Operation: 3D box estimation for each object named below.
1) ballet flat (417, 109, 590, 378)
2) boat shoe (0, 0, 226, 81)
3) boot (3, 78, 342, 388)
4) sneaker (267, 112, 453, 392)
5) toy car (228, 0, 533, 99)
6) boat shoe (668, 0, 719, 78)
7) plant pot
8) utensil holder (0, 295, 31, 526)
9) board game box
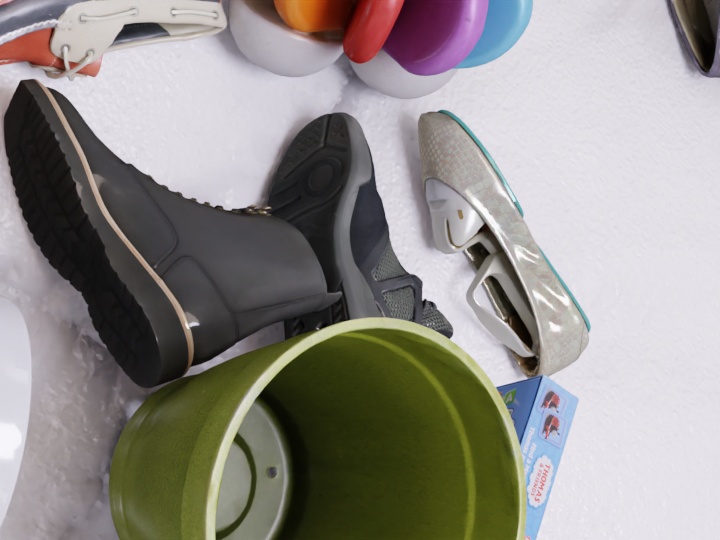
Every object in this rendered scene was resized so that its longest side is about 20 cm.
[{"bbox_3d":[0.087,-0.014,1.189,0.062,0.067,0.201,-38,99,-23],"label":"ballet flat"},{"bbox_3d":[-0.166,-0.148,1.061,0.199,0.071,0.063,-27,95,-38],"label":"boat shoe"},{"bbox_3d":[-0.114,-0.034,1.045,0.137,0.078,0.201,-19,71,-35],"label":"boot"},{"bbox_3d":[0.000,0.000,1.129,0.114,0.076,0.201,34,39,-49],"label":"sneaker"},{"bbox_3d":[0.024,-0.186,1.108,0.198,0.150,0.176,8,118,-31],"label":"toy car"},{"bbox_3d":[0.259,-0.244,1.351,0.064,0.072,0.202,-21,96,-39],"label":"boat shoe"},{"bbox_3d":[-0.045,0.126,0.980,0.199,0.192,0.203,1,89,-34],"label":"plant pot"},{"bbox_3d":[-0.284,0.068,0.871,0.198,0.169,0.172,15,70,-29],"label":"utensil holder"},{"bbox_3d":[0.048,0.168,1.065,0.036,0.151,0.202,31,64,-23],"label":"board game box"}]
